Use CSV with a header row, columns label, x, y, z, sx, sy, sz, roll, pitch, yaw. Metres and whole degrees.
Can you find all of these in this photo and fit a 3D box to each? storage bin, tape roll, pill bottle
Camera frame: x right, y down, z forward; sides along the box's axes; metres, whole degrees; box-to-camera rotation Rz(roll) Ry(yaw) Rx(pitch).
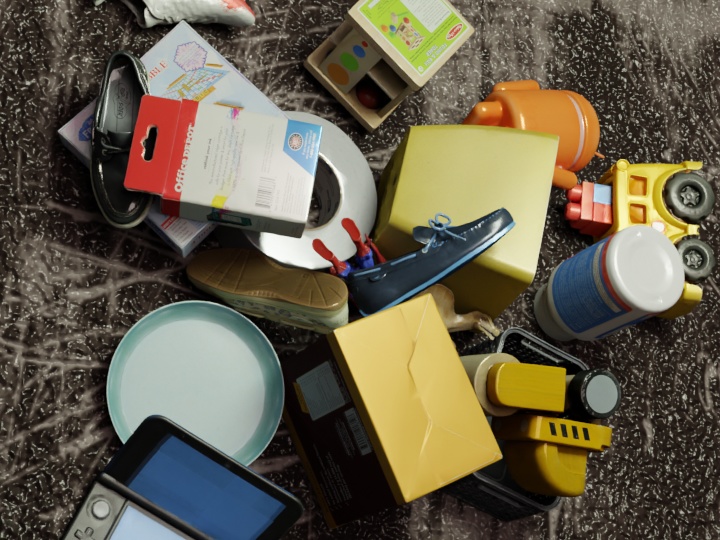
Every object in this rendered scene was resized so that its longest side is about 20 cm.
label,x,y,z,sx,sy,sz,roll,pitch,yaw
storage bin,0.184,0.188,1.697,0.135,0.094,0.200,28,63,-16
tape roll,-0.082,-0.087,1.672,0.200,0.066,0.201,9,68,-24
pill bottle,0.303,0.024,1.750,0.112,0.200,0.113,9,69,-25

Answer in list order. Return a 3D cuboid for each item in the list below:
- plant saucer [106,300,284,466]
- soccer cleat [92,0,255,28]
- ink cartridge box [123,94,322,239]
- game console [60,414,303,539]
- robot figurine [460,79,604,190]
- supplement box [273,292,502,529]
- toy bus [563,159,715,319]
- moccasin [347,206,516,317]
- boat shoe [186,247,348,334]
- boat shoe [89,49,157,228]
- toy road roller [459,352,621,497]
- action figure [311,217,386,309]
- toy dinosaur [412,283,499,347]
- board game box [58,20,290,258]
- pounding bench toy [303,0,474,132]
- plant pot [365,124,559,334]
label,x,y,z,sx,sy,sz,roll,pitch,yaw
plant saucer,-0.183,0.134,1.551,0.199,0.027,0.201,3,79,-18
soccer cleat,-0.226,-0.322,1.683,0.199,0.069,0.085,21,73,-16
ink cartridge box,-0.150,-0.114,1.527,0.199,0.067,0.117,11,75,-5
game console,-0.191,0.278,1.460,0.200,0.118,0.171,33,61,-13
robot figurine,0.230,-0.178,1.833,0.199,0.144,0.117,-4,113,-28
supplement box,0.021,0.161,1.559,0.132,0.200,0.198,-20,82,-30
toy bus,0.360,-0.047,1.855,0.191,0.136,0.201,6,72,-11
moccasin,0.075,-0.021,1.549,0.200,0.080,0.068,-31,84,0
boat shoe,-0.107,0.028,1.583,0.199,0.063,0.073,17,48,23
boat shoe,-0.259,-0.149,1.529,0.074,0.066,0.200,5,73,-3
toy road roller,0.192,0.178,1.583,0.199,0.123,0.147,11,79,-24
action figure,0.000,0.000,1.630,0.065,0.200,0.052,-40,60,-3
toy dinosaur,0.065,0.056,1.669,0.199,0.101,0.058,19,22,-24
board game box,-0.202,-0.151,1.592,0.199,0.041,0.200,43,74,8
pounding bench toy,0.051,-0.298,1.759,0.124,0.156,0.200,45,59,-6
plant pot,0.110,-0.065,1.699,0.176,0.200,0.201,17,65,-9
